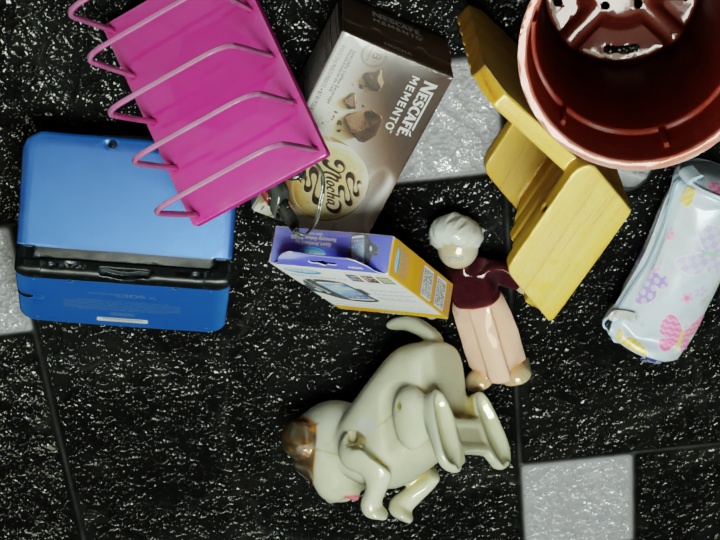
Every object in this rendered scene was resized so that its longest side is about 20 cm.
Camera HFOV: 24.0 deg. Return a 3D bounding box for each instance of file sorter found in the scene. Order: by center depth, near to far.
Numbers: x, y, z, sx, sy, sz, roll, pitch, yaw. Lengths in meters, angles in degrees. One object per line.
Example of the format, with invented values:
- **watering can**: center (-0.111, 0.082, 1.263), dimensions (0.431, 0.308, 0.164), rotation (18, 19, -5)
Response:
- **file sorter**: center (-0.143, -0.160, 1.442), dimensions (0.138, 0.125, 0.201), rotation (-27, 83, 14)

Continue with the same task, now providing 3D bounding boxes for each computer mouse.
- **computer mouse**: center (0.269, -0.167, 1.578), dimensions (0.058, 0.034, 0.201), rotation (18, 115, 3)

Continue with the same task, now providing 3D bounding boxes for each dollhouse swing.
- **dollhouse swing**: center (0.127, -0.100, 1.506), dimensions (0.175, 0.201, 0.182), rotation (24, 118, -18)

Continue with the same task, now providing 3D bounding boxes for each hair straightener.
- **hair straightener**: center (-0.091, -0.120, 1.505), dimensions (0.077, 0.041, 0.201), rotation (-40, 73, 36)

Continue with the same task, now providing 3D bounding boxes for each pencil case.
- **pencil case**: center (0.308, -0.010, 1.644), dimensions (0.090, 0.083, 0.201), rotation (15, 120, -13)

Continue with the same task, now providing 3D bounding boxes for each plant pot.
- **plant pot**: center (0.230, -0.214, 1.433), dimensions (0.199, 0.196, 0.202), rotation (1, 115, 3)

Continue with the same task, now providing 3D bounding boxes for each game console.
- **game console**: center (-0.219, -0.032, 1.592), dimensions (0.198, 0.119, 0.171), rotation (5, 154, -6)

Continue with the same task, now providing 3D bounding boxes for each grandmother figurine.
- **grandmother figurine**: center (0.117, 0.027, 1.670), dimensions (0.120, 0.061, 0.201), rotation (-15, 123, 12)

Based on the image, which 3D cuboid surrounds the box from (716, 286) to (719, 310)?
- **box**: center (0.425, 0.001, 1.599), dimensions (0.103, 0.183, 0.201), rotation (5, 121, -6)

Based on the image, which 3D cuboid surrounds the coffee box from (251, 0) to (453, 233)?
- **coffee box**: center (-0.009, -0.133, 1.549), dimensions (0.112, 0.080, 0.201), rotation (21, 119, -16)

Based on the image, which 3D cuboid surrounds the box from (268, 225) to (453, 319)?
- **box**: center (0.000, 0.000, 1.569), dimensions (0.118, 0.042, 0.200), rotation (5, 166, 22)

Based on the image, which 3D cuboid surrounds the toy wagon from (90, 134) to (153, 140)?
- **toy wagon**: center (-0.224, -0.036, 1.622), dimensions (0.154, 0.040, 0.201), rotation (2, 122, -4)

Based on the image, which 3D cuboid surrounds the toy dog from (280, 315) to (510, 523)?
- **toy dog**: center (0.016, 0.160, 1.695), dimensions (0.199, 0.139, 0.195), rotation (-27, 81, 27)
